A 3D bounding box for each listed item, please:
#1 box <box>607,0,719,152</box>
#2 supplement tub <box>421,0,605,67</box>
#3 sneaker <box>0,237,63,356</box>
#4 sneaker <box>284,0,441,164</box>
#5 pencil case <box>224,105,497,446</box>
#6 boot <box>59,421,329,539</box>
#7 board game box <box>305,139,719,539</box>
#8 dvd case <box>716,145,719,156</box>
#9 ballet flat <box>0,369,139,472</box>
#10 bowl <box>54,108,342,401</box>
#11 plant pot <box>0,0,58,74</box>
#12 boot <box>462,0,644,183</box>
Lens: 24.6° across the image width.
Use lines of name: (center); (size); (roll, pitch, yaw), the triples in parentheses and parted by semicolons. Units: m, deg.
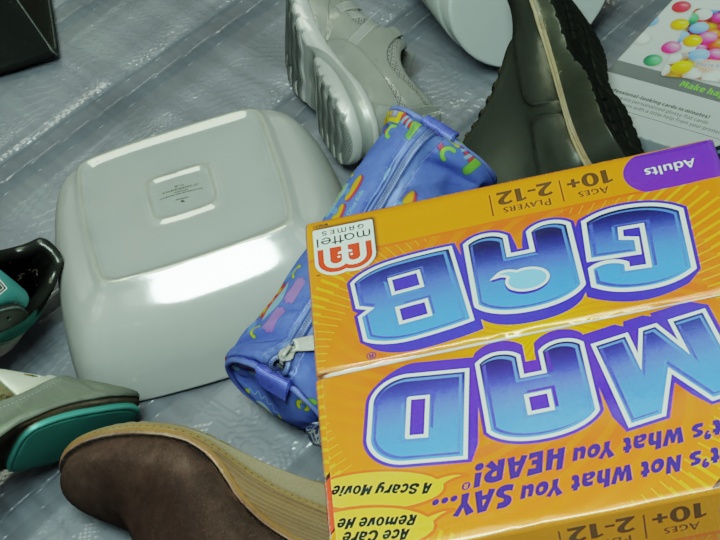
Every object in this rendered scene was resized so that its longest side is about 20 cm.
box: (0.254, -0.126, 1.071); (0.155, 0.041, 0.200); (23, 54, 35)
supplement tub: (0.083, -0.250, 1.187); (0.131, 0.133, 0.200); (-23, 43, -8)
sneaker: (-0.248, 0.028, 0.972); (0.071, 0.080, 0.200); (45, 29, 2)
sneaker: (-0.004, -0.148, 1.165); (0.081, 0.075, 0.201); (-10, 48, -14)
pencil case: (0.000, 0.000, 0.951); (0.078, 0.087, 0.201); (31, 77, 9)
boot: (-0.100, 0.166, 0.850); (0.198, 0.073, 0.167); (10, 46, 21)
board game box: (0.096, 0.095, 0.769); (0.198, 0.201, 0.201); (-12, 43, 5)
dvd case: (0.291, -0.029, 0.906); (0.142, 0.018, 0.201); (-18, 39, 0)
ballet flat: (-0.212, 0.087, 0.925); (0.199, 0.067, 0.064); (-22, 70, -43)
bowl: (-0.103, -0.024, 1.052); (0.198, 0.075, 0.200); (-16, 43, -2)
plant pot: (-0.370, -0.253, 1.296); (0.176, 0.201, 0.200); (-26, 42, 6)
boot: (0.087, -0.105, 1.045); (0.138, 0.077, 0.201); (-33, 42, 23)
